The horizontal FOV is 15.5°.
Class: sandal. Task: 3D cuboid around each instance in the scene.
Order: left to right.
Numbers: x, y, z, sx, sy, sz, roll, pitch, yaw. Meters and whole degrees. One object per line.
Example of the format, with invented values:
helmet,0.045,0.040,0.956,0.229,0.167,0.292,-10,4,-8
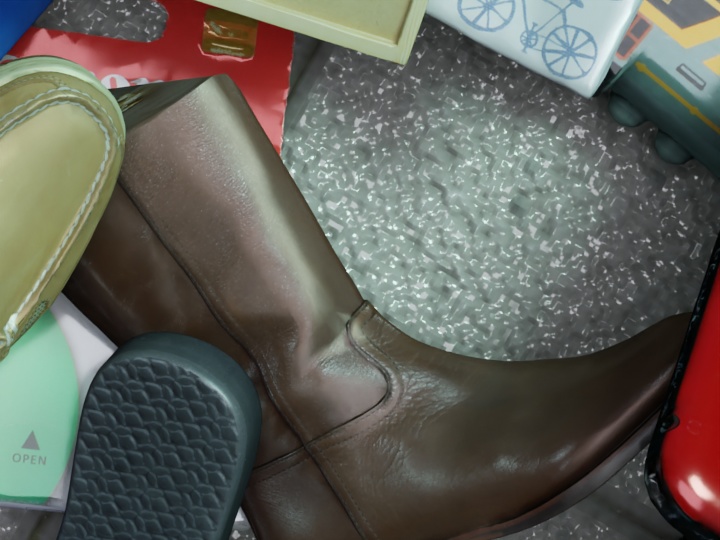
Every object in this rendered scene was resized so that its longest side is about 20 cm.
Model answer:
sandal,-0.078,0.108,0.892,0.076,0.043,0.200,28,116,5

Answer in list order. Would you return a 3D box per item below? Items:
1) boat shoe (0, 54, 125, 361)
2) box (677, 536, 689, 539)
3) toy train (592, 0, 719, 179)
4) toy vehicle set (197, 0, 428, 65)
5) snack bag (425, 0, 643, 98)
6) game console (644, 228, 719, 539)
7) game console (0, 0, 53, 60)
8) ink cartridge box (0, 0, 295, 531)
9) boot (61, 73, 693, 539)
boat shoe,-0.141,0.023,0.820,0.072,0.076,0.200,37,95,-22
box,0.082,0.212,0.921,0.200,0.086,0.164,-29,92,-7
toy train,0.140,-0.086,0.945,0.200,0.085,0.114,39,96,-6
toy vehicle set,-0.060,-0.154,0.838,0.200,0.027,0.124,17,111,-8
snack bag,0.048,-0.184,0.901,0.188,0.021,0.200,31,85,14
game console,0.158,0.060,0.869,0.172,0.119,0.200,33,50,-12
game console,-0.158,-0.190,0.927,0.200,0.118,0.171,-51,126,-14
ink cartridge box,-0.106,-0.017,0.925,0.161,0.050,0.200,7,90,-7
boot,0.000,0.000,0.868,0.186,0.064,0.200,-35,89,13
